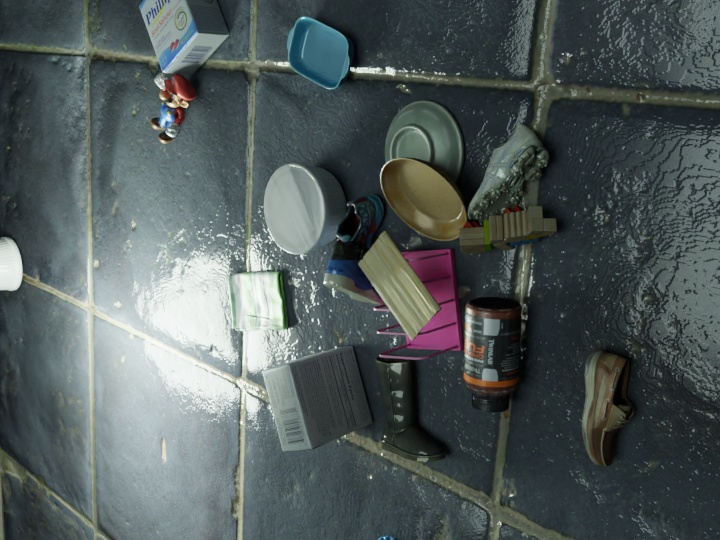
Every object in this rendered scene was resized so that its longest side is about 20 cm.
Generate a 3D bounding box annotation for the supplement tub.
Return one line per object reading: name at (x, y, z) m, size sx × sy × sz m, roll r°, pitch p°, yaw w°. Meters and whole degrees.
supplement tub at (0.244, 0.157, 1.472) m, size 0.106 × 0.106 × 0.203 m, roll 9°, pitch 103°, yaw 42°

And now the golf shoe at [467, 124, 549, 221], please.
golf shoe at (0.260, -0.174, 1.439) m, size 0.200 × 0.077 × 0.098 m, roll -48°, pitch 41°, yaw 38°

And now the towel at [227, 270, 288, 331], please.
towel at (-0.262, 0.078, 1.990) m, size 0.198 × 0.030 × 0.152 m, roll -4°, pitch 96°, yaw 44°

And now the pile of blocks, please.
pile of blocks at (0.266, -0.079, 1.441) m, size 0.198 × 0.082 × 0.063 m, roll -11°, pitch 72°, yaw 35°

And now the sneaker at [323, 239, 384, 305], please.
sneaker at (0.001, 0.000, 1.641) m, size 0.076 × 0.199 × 0.113 m, roll 6°, pitch 78°, yaw 36°

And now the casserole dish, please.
casserole dish at (-0.082, -0.470, 1.714) m, size 0.199 × 0.039 × 0.123 m, roll 35°, pitch 119°, yaw 33°

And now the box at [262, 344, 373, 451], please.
box at (-0.093, 0.279, 1.749) m, size 0.104 × 0.198 × 0.187 m, roll -19°, pitch 85°, yaw 44°

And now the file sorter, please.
file sorter at (0.105, 0.068, 1.575) m, size 0.138 × 0.124 × 0.203 m, roll -2°, pitch 96°, yaw 44°

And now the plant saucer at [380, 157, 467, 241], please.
plant saucer at (0.128, -0.144, 1.525) m, size 0.199 × 0.035 × 0.201 m, roll 31°, pitch 150°, yaw 20°

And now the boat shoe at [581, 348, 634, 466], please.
boat shoe at (0.422, 0.237, 1.343) m, size 0.071 × 0.075 × 0.203 m, roll 5°, pitch 102°, yaw 40°

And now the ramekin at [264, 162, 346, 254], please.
ramekin at (-0.117, -0.140, 1.769) m, size 0.201 × 0.093 × 0.206 m, roll 10°, pitch 104°, yaw 43°

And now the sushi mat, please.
sushi mat at (0.071, 0.027, 1.505) m, size 0.201 × 0.012 × 0.096 m, roll 55°, pitch 127°, yaw 26°

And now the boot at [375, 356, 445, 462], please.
boot at (0.103, 0.288, 1.667) m, size 0.180 × 0.072 × 0.204 m, roll 6°, pitch 95°, yaw 41°

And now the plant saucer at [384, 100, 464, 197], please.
plant saucer at (0.112, -0.233, 1.566) m, size 0.198 × 0.050 × 0.204 m, roll 9°, pitch 103°, yaw 42°

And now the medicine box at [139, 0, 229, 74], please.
medicine box at (-0.443, -0.627, 1.983) m, size 0.181 × 0.102 × 0.202 m, roll -31°, pitch 77°, yaw 42°

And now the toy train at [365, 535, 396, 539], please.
toy train at (0.075, 0.642, 1.715) m, size 0.198 × 0.113 × 0.088 m, roll 6°, pitch 101°, yaw 42°

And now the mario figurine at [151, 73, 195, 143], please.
mario figurine at (-0.508, -0.430, 2.074) m, size 0.122 × 0.107 × 0.201 m, roll 31°, pitch 133°, yaw -5°

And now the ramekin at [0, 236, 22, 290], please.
ramekin at (-1.341, -0.020, 2.939) m, size 0.200 × 0.094 × 0.206 m, roll 9°, pitch 104°, yaw 41°

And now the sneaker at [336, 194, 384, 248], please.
sneaker at (-0.024, -0.070, 1.692) m, size 0.079 × 0.095 × 0.202 m, roll 36°, pitch 120°, yaw 37°
